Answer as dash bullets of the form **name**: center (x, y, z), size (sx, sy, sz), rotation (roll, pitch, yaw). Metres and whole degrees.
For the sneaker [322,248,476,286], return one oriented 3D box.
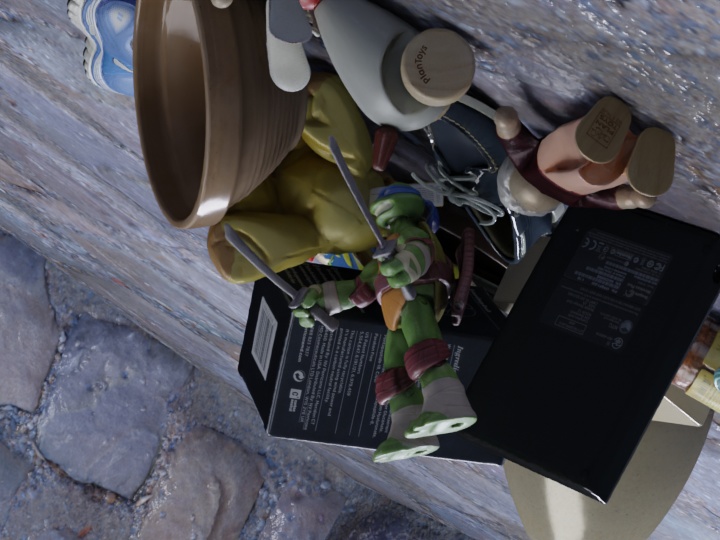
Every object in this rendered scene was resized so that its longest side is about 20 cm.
- **sneaker**: center (0.000, 0.000, 1.858), size (0.199, 0.105, 0.076), rotation (36, 166, 4)

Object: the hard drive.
- **hard drive**: center (0.162, 0.051, 1.546), size (0.139, 0.201, 0.033), rotation (22, 167, 42)

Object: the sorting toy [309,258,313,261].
- **sorting toy**: center (-0.108, -0.093, 2.014), size (0.198, 0.070, 0.200), rotation (29, 170, 8)

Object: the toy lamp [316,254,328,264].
- **toy lamp**: center (-0.031, -0.014, 2.213), size (0.199, 0.058, 0.058), rotation (35, 169, -17)

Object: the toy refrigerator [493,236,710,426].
- **toy refrigerator**: center (0.208, 0.048, 1.789), size (0.200, 0.070, 0.076), rotation (36, 161, -32)

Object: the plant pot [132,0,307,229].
- **plant pot**: center (-0.097, -0.134, 1.583), size (0.092, 0.203, 0.201), rotation (-5, -177, -21)

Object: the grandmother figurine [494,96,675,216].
- **grandmother figurine**: center (0.137, -0.070, 1.454), size (0.121, 0.061, 0.200), rotation (41, 166, -6)

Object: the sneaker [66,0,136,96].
- **sneaker**: center (-0.174, -0.180, 1.760), size (0.089, 0.079, 0.200), rotation (31, 170, 12)

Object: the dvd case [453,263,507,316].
- **dvd case**: center (0.069, 0.013, 1.979), size (0.199, 0.022, 0.146), rotation (28, 170, 23)

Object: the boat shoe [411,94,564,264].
- **boat shoe**: center (0.087, -0.069, 1.585), size (0.075, 0.062, 0.200), rotation (28, 169, 30)

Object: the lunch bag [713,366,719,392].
- **lunch bag**: center (0.358, 0.099, 1.567), size (0.199, 0.077, 0.160), rotation (34, 170, -19)

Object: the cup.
- **cup**: center (0.209, 0.175, 1.970), size (0.198, 0.145, 0.200), rotation (8, -172, -1)

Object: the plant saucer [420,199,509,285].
- **plant saucer**: center (0.089, -0.019, 1.911), size (0.199, 0.032, 0.200), rotation (29, 170, 5)

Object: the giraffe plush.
- **giraffe plush**: center (-0.035, -0.066, 1.737), size (0.198, 0.174, 0.162), rotation (13, -179, 0)

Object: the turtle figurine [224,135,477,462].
- **turtle figurine**: center (0.000, 0.031, 1.547), size (0.143, 0.195, 0.199), rotation (-23, 161, 28)

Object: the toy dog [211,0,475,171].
- **toy dog**: center (-0.020, -0.139, 1.452), size (0.199, 0.097, 0.132), rotation (27, 169, 21)

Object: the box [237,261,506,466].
- **box**: center (0.016, 0.071, 1.753), size (0.198, 0.108, 0.149), rotation (8, -165, -14)

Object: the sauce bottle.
- **sauce bottle**: center (0.339, 0.110, 1.711), size (0.199, 0.066, 0.066), rotation (32, 170, 4)
